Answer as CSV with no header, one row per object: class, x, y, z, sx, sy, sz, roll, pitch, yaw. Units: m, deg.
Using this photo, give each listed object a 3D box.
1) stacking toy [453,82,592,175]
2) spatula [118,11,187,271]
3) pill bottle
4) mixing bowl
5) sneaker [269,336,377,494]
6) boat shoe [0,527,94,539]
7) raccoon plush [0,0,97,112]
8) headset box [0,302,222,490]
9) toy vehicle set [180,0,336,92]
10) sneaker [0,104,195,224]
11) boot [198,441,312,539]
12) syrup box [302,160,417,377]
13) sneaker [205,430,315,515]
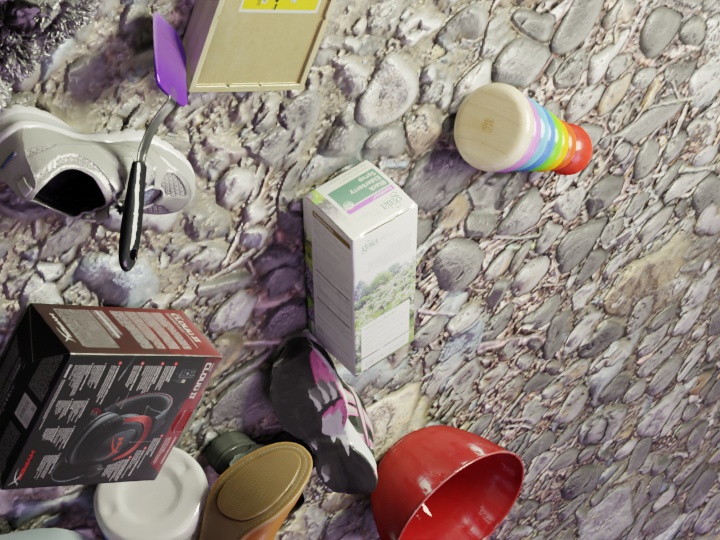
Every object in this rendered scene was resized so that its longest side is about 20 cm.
stacking toy,0.174,-0.132,1.605,0.086,0.085,0.199,-56,152,16
spatula,-0.160,-0.096,1.214,0.056,0.020,0.202,39,60,-64
pill bottle,-0.190,0.274,1.584,0.113,0.114,0.201,-33,144,-18
mixing bowl,0.086,0.257,1.874,0.199,0.108,0.201,-28,143,-24
sneaker,-0.037,0.141,1.660,0.079,0.087,0.201,-9,128,13
boat shoe,-0.329,0.295,1.482,0.198,0.071,0.091,7,127,-29
raccoon plush,-0.227,-0.160,1.119,0.199,0.097,0.135,-11,141,-41
headset box,-0.227,0.112,1.409,0.199,0.075,0.149,4,123,-49
toy vehicle set,-0.066,-0.236,1.266,0.123,0.027,0.201,-7,130,-44
sneaker,-0.205,-0.063,1.234,0.199,0.082,0.075,9,134,-47
boot,-0.103,0.273,1.528,0.201,0.076,0.156,-56,152,-22
syrup box,0.000,0.000,1.536,0.078,0.081,0.201,-31,143,-25
sneaker,-0.089,0.218,1.646,0.199,0.104,0.060,12,116,-52
